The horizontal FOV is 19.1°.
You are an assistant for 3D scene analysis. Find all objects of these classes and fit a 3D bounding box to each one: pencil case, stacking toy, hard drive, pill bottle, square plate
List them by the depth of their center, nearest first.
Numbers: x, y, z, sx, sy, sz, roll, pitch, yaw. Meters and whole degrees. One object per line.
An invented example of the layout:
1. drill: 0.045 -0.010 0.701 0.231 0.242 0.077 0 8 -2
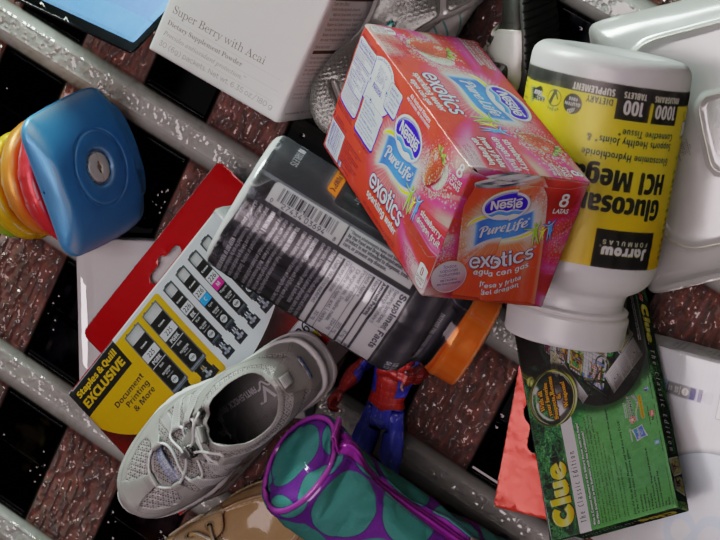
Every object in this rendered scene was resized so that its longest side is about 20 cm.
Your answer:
1. pill bottle: 0.157 -0.051 1.467 0.112 0.112 0.202 13 101 21
2. square plate: 0.269 -0.098 1.491 0.197 0.028 0.202 -13 92 23
3. pill bottle: 0.000 0.000 1.498 0.199 0.106 0.107 32 109 -2
4. pencil case: 0.024 0.186 1.547 0.200 0.085 0.092 36 130 -25
5. hard drive: -0.130 0.043 1.679 0.198 0.026 0.133 3 98 22
6. stacking toy: -0.278 -0.065 1.697 0.199 0.110 0.117 -11 105 35

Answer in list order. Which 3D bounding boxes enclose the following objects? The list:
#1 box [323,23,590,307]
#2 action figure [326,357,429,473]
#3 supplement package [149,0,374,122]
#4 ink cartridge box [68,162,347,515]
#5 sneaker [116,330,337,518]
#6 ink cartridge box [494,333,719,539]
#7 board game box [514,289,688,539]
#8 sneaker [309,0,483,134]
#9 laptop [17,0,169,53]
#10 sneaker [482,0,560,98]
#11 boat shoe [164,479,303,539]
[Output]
1. box: 0.061 -0.072 1.429 0.200 0.095 0.100 58 135 50
2. action figure: 0.008 0.121 1.597 0.065 0.099 0.202 16 101 19
3. supplement package: -0.045 -0.226 1.556 0.121 0.120 0.201 30 107 17
4. ink cartridge box: -0.120 0.049 1.616 0.176 0.084 0.200 45 112 11
5. sneaker: -0.111 0.112 1.530 0.200 0.082 0.075 -41 84 23
6. ink cartridge box: 0.196 0.126 1.541 0.199 0.047 0.161 14 102 19
7. board game box: 0.166 0.085 1.521 0.104 0.023 0.202 -18 70 28
8. sneaker: 0.036 -0.177 1.559 0.070 0.080 0.201 39 90 14
9. laptop: -0.190 -0.292 1.617 0.176 0.103 0.201 26 106 17
10. sneaker: 0.094 -0.128 1.535 0.088 0.074 0.202 9 104 25
11. boat shoe: -0.115 0.226 1.677 0.199 0.064 0.072 -34 84 23
